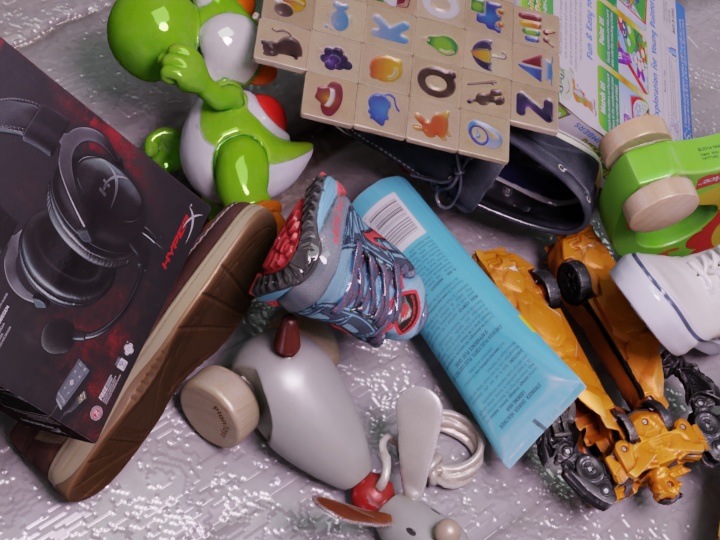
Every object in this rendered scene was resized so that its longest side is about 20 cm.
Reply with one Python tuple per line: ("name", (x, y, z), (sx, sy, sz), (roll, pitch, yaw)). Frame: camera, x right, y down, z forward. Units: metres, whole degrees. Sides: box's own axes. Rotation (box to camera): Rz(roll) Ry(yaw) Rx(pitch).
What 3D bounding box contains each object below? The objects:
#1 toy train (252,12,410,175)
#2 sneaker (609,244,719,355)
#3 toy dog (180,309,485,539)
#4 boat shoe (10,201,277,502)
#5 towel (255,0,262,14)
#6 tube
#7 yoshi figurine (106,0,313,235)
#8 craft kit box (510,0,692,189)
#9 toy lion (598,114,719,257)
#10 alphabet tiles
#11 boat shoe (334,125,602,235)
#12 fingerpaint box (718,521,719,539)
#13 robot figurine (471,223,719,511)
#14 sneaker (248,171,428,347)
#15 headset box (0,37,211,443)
("toy train", (0.004, -0.160, 1.005), (0.200, 0.085, 0.116), (31, 36, -34))
("sneaker", (0.220, 0.009, 0.952), (0.073, 0.071, 0.200), (55, 19, 19))
("toy dog", (-0.007, 0.093, 0.870), (0.199, 0.096, 0.132), (26, 55, -3))
("boat shoe", (-0.128, 0.034, 0.846), (0.072, 0.072, 0.200), (36, 91, 19))
("towel", (-0.061, -0.228, 0.964), (0.152, 0.200, 0.023), (-20, 61, -9))
("tube", (0.062, 0.025, 0.942), (0.050, 0.078, 0.200), (-2, 48, -45))
("yoshi figurine", (-0.108, -0.099, 0.925), (0.112, 0.112, 0.201), (8, 70, -63))
("craft kit box", (0.166, -0.161, 1.069), (0.197, 0.048, 0.201), (34, 47, -34))
("toy lion", (0.259, -0.052, 1.007), (0.199, 0.192, 0.069), (-16, 64, -5))
("alphabet tiles", (0.033, -0.148, 0.936), (0.199, 0.006, 0.167), (12, 56, -11))
("boat shoe", (0.072, -0.077, 0.966), (0.199, 0.075, 0.062), (21, 45, -18))
("fingerpaint box", (0.306, 0.181, 0.916), (0.166, 0.073, 0.201), (33, 53, -20))
("robot figurine", (0.153, 0.067, 0.967), (0.144, 0.058, 0.201), (-15, 65, -26))
("sneaker", (0.000, 0.000, 0.857), (0.095, 0.200, 0.080), (29, 93, 5))
("headset box", (-0.193, -0.024, 0.755), (0.200, 0.077, 0.149), (42, 65, -40))
